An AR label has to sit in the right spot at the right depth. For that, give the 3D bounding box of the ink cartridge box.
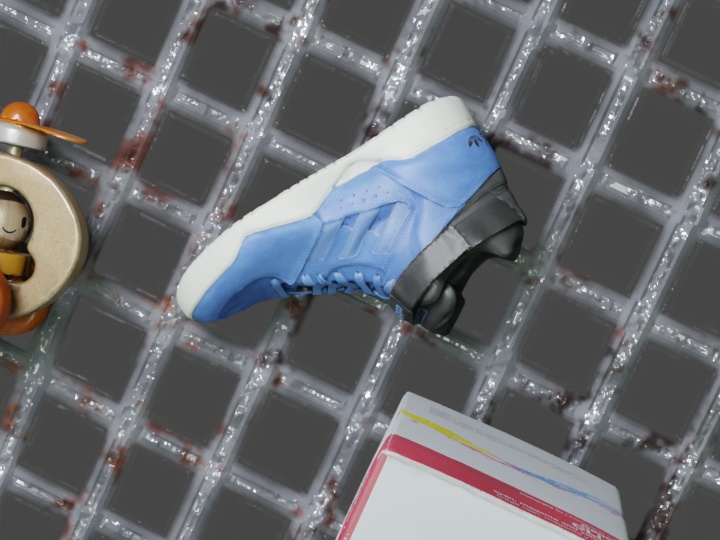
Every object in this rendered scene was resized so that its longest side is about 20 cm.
[{"bbox_3d":[0.053,0.170,1.145,0.144,0.200,0.146,24,97,2],"label":"ink cartridge box"}]

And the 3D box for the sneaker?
[{"bbox_3d":[0.000,0.000,1.198,0.199,0.077,0.112,-32,81,2],"label":"sneaker"}]

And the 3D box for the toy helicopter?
[{"bbox_3d":[-0.239,-0.060,1.226,0.200,0.079,0.133,39,100,10],"label":"toy helicopter"}]
